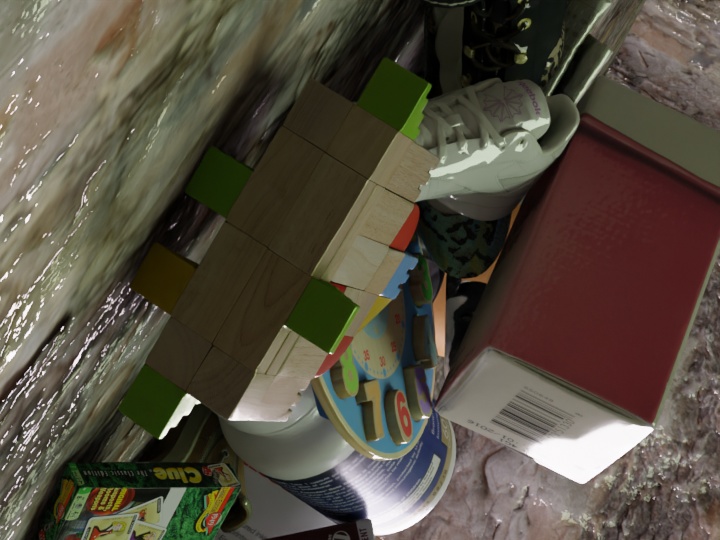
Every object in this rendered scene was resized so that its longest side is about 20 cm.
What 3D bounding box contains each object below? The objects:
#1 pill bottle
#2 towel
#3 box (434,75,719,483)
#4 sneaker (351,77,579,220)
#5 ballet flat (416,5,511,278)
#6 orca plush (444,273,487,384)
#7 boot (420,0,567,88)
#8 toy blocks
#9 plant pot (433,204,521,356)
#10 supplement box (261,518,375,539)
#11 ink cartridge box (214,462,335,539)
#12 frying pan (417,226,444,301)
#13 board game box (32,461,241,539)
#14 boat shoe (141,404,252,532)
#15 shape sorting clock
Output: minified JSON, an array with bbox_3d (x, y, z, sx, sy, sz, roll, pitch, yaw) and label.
[{"bbox_3d":[-0.023,0.091,1.027,0.111,0.111,0.200,-58,146,-9],"label":"pill bottle"},{"bbox_3d":[0.101,-0.128,1.157,0.200,0.034,0.193,-61,-158,10],"label":"towel"},{"bbox_3d":[0.140,0.007,0.973,0.128,0.109,0.200,118,-3,-64],"label":"box"},{"bbox_3d":[0.043,-0.079,0.895,0.200,0.075,0.100,-5,151,-47],"label":"sneaker"},{"bbox_3d":[0.061,-0.097,1.020,0.074,0.074,0.201,95,-3,-76],"label":"ballet flat"},{"bbox_3d":[0.094,0.051,1.114,0.200,0.071,0.106,72,20,-80],"label":"orca plush"},{"bbox_3d":[0.079,-0.154,0.899,0.204,0.073,0.154,-57,155,-47],"label":"boot"},{"bbox_3d":[-0.021,-0.004,0.780,0.200,0.100,0.137,-59,162,5],"label":"toy blocks"},{"bbox_3d":[0.078,-0.009,1.434,0.200,0.140,0.200,-58,173,-11],"label":"plant pot"},{"bbox_3d":[-0.080,0.234,1.024,0.061,0.199,0.109,102,-24,-67],"label":"supplement box"},{"bbox_3d":[-0.096,0.222,1.148,0.200,0.146,0.084,-57,173,-15],"label":"ink cartridge box"},{"bbox_3d":[0.013,-0.009,1.056,0.115,0.031,0.190,-35,148,-19],"label":"frying pan"},{"bbox_3d":[-0.150,0.187,0.892,0.105,0.023,0.200,3,125,-41],"label":"board game box"},{"bbox_3d":[-0.103,0.140,1.033,0.200,0.076,0.072,-51,170,-51],"label":"boat shoe"},{"bbox_3d":[0.005,0.012,0.944,0.039,0.200,0.200,-16,-167,23],"label":"shape sorting clock"}]
